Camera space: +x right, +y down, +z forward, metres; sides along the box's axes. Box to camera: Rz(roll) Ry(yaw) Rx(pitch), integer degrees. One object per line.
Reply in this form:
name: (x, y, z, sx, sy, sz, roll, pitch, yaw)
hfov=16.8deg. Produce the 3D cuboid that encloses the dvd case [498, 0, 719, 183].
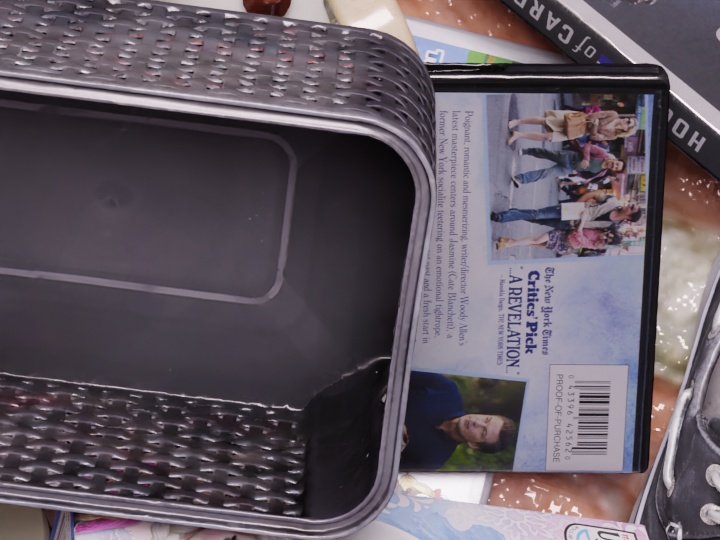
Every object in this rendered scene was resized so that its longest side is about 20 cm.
dvd case: (0.124, -0.115, 0.855, 0.200, 0.025, 0.150, 40, 59, 11)

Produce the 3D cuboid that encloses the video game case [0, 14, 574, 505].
video game case: (-0.028, -0.001, 0.867, 0.182, 0.022, 0.201, 14, 79, 3)

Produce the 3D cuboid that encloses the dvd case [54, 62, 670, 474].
dvd case: (0.000, 0.000, 0.810, 0.199, 0.018, 0.143, 1, 111, 0)

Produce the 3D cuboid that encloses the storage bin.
storage bin: (-0.081, -0.007, 0.749, 0.199, 0.094, 0.136, 7, 112, -1)

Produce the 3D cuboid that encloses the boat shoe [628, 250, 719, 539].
boat shoe: (0.135, 0.070, 0.830, 0.071, 0.068, 0.201, 16, 79, 3)

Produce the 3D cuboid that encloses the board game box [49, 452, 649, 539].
board game box: (0.010, 0.142, 0.726, 0.198, 0.200, 0.044, 9, 122, -15)

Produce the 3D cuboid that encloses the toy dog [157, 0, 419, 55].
toy dog: (-0.058, -0.132, 0.834, 0.132, 0.096, 0.200, -43, 80, -13)

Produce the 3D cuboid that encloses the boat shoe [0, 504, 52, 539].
boat shoe: (-0.110, 0.146, 0.775, 0.071, 0.200, 0.063, -35, 119, 10)
